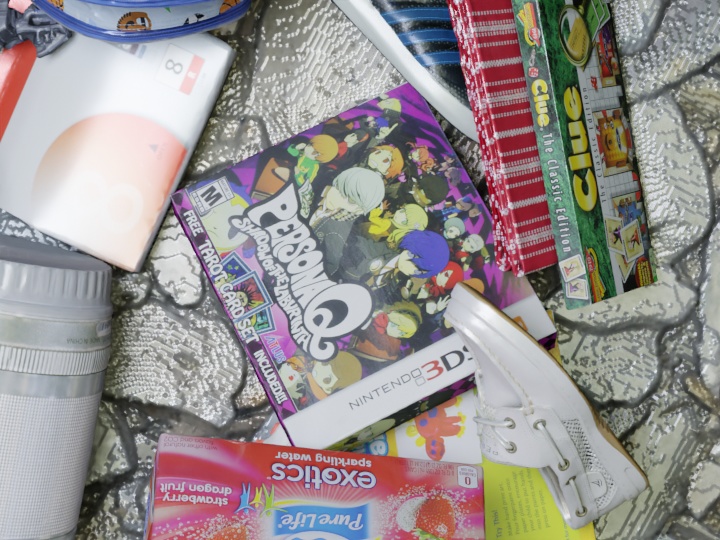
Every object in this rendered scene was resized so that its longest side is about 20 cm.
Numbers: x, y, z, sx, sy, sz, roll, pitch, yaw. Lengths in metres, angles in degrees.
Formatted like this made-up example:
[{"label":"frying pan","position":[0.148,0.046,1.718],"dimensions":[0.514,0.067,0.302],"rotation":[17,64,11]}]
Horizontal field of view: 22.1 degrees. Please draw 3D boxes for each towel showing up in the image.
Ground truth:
[{"label":"towel","position":[0.108,-0.105,1.177],"dimensions":[0.022,0.144,0.202],"rotation":[-9,95,35]}]

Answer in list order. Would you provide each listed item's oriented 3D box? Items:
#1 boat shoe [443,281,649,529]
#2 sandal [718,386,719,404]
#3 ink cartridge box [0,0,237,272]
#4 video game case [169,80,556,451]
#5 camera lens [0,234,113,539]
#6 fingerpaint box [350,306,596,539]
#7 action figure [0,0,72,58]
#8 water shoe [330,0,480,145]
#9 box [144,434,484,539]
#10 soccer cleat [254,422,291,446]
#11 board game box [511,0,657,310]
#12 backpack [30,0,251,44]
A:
[{"label":"boat shoe","position":[0.101,0.090,1.113],"dimensions":[0.069,0.071,0.200],"rotation":[-41,121,-1]},{"label":"sandal","position":[0.305,0.014,1.214],"dimensions":[0.077,0.070,0.213],"rotation":[25,93,-3]},{"label":"ink cartridge box","position":[-0.201,-0.113,1.202],"dimensions":[0.199,0.050,0.163],"rotation":[24,93,-6]},{"label":"video game case","position":[0.000,0.000,1.175],"dimensions":[0.180,0.036,0.201],"rotation":[-25,70,-8]},{"label":"camera lens","position":[-0.244,0.083,1.158],"dimensions":[0.159,0.160,0.202],"rotation":[12,95,-2]},{"label":"fingerpaint box","position":[0.061,0.138,1.214],"dimensions":[0.165,0.073,0.202],"rotation":[-12,92,-1]},{"label":"action figure","position":[-0.281,-0.137,1.151],"dimensions":[0.198,0.105,0.195],"rotation":[-10,69,7]},{"label":"water shoe","position":[0.052,-0.160,1.187],"dimensions":[0.200,0.072,0.079],"rotation":[44,105,-5]},{"label":"box","position":[-0.029,0.172,1.095],"dimensions":[0.198,0.096,0.100],"rotation":[7,49,-7]},{"label":"soccer cleat","position":[-0.050,0.186,1.208],"dimensions":[0.077,0.069,0.201],"rotation":[20,108,14]},{"label":"board game box","position":[0.146,-0.082,1.188],"dimensions":[0.023,0.104,0.202],"rotation":[-8,94,36]},{"label":"backpack","position":[-0.131,-0.222,1.111],"dimensions":[0.199,0.190,0.155],"rotation":[-22,124,-23]}]
